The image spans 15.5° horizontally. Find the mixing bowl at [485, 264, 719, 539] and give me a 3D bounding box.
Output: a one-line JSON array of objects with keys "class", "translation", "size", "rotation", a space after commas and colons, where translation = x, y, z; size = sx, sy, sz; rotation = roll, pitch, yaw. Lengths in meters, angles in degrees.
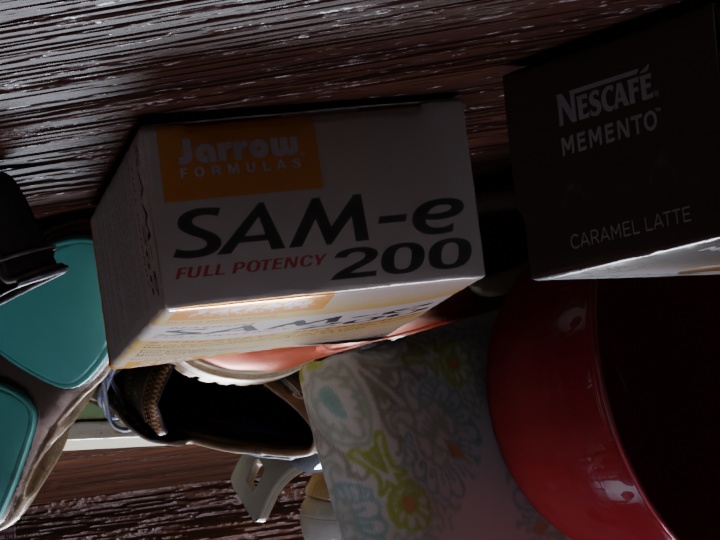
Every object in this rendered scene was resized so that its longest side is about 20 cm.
[{"class": "mixing bowl", "translation": [0.128, 0.052, 1.186], "size": [0.108, 0.200, 0.200], "rotation": [-17, 167, 41]}]

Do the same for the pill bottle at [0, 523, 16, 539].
[{"class": "pill bottle", "translation": [-0.229, 0.112, 1.333], "size": [0.110, 0.200, 0.110], "rotation": [-4, 176, 0]}]

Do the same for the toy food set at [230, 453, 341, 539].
[{"class": "toy food set", "translation": [0.033, 0.134, 1.498], "size": [0.200, 0.060, 0.144], "rotation": [9, -177, -9]}]

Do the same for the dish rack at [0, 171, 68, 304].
[{"class": "dish rack", "translation": [-0.232, 0.015, 1.046], "size": [0.200, 0.055, 0.153], "rotation": [-18, 178, -27]}]

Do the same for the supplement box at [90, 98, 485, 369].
[{"class": "supplement box", "translation": [-0.036, -0.010, 1.073], "size": [0.126, 0.074, 0.200], "rotation": [-6, 173, -11]}]

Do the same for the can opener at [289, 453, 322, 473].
[{"class": "can opener", "translation": [-0.046, 0.077, 1.423], "size": [0.053, 0.067, 0.200], "rotation": [-7, 177, -10]}]

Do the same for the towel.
[{"class": "towel", "translation": [0.061, 0.107, 1.214], "size": [0.048, 0.171, 0.200], "rotation": [-22, 175, 40]}]

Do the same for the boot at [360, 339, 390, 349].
[{"class": "boot", "translation": [0.063, 0.088, 1.362], "size": [0.069, 0.174, 0.200], "rotation": [-41, 140, 14]}]

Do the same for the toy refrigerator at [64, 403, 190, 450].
[{"class": "toy refrigerator", "translation": [-0.128, 0.064, 1.565], "size": [0.200, 0.076, 0.070], "rotation": [1, 170, -43]}]

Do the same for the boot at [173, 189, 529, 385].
[{"class": "boot", "translation": [0.000, 0.000, 1.233], "size": [0.200, 0.075, 0.107], "rotation": [-11, 172, -30]}]

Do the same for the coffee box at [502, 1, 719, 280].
[{"class": "coffee box", "translation": [0.167, -0.044, 0.968], "size": [0.200, 0.080, 0.114], "rotation": [-1, 171, -38]}]

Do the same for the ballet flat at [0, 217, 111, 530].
[{"class": "ballet flat", "translation": [-0.145, 0.040, 1.243], "size": [0.068, 0.200, 0.072], "rotation": [30, -147, 4]}]

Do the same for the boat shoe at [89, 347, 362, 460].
[{"class": "boat shoe", "translation": [-0.093, 0.046, 1.297], "size": [0.200, 0.072, 0.072], "rotation": [9, -159, 19]}]
